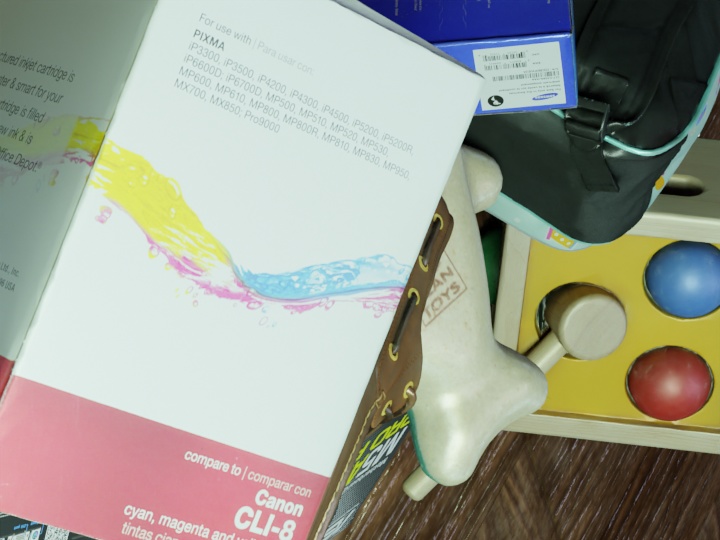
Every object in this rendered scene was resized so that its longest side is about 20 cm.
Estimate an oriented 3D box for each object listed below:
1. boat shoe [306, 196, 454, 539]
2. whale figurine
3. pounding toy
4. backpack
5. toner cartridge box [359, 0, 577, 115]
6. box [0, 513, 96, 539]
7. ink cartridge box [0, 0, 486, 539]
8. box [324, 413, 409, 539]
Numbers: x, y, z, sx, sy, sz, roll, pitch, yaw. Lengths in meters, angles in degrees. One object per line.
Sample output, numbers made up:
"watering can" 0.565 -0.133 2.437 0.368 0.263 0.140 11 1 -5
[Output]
"boat shoe" -0.005 0.036 0.833 0.067 0.072 0.201 34 54 -26
"whale figurine" 0.000 0.000 0.956 0.159 0.104 0.200 -43 106 -27
"pounding toy" 0.134 0.030 1.235 0.142 0.199 0.185 -81 177 -59
"backpack" 0.097 -0.123 1.037 0.200 0.175 0.154 -59 174 -30
"toner cartridge box" 0.041 -0.149 0.898 0.043 0.094 0.201 80 9 -48
"box" -0.169 0.157 0.870 0.200 0.050 0.199 -6 115 -63
"ink cartridge box" -0.078 -0.016 0.755 0.144 0.145 0.201 22 89 -37
"box" -0.037 0.096 1.029 0.200 0.044 0.161 -30 154 -54
